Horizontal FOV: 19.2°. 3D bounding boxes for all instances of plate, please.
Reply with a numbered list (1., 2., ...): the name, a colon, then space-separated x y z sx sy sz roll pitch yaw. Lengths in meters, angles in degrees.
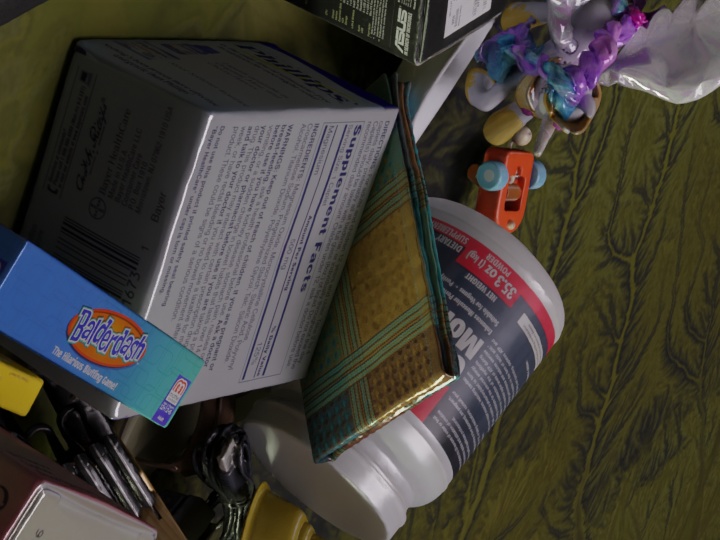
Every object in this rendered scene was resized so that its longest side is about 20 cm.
1. plate: 0.068 -0.165 1.407 0.200 0.032 0.200 -58 178 -12

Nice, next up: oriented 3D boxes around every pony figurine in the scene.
1. pony figurine: 0.154 -0.156 1.419 0.193 0.166 0.200 -50 -166 -3

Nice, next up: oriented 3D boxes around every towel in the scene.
1. towel: 0.000 0.000 1.302 0.022 0.201 0.147 7 151 -35

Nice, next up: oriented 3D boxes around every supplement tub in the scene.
1. supplement tub: 0.029 0.065 1.408 0.200 0.140 0.141 -51 152 -20

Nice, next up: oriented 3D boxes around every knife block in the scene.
1. knife block: -0.155 0.139 1.263 0.064 0.176 0.200 -32 164 -9

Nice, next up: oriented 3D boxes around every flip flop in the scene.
1. flip flop: -0.101 0.099 1.398 0.200 0.057 0.081 -26 137 -50

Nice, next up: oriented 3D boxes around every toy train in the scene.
1. toy train: 0.059 -0.033 1.568 0.200 0.055 0.151 -11 112 -53

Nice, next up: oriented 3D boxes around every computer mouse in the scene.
1. computer mouse: -0.141 0.188 1.353 0.199 0.053 0.139 -31 152 -15

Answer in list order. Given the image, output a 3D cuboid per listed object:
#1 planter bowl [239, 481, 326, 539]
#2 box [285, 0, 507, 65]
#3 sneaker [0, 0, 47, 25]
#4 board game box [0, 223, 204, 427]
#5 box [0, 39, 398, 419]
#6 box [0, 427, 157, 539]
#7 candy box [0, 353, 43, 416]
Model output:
1. planter bowl: -0.036 0.242 1.372 0.200 0.083 0.202 7 90 -84
2. box: 0.003 -0.238 1.137 0.086 0.163 0.201 -35 143 -41
3. sneaker: -0.111 -0.178 1.064 0.200 0.099 0.071 -47 152 -24
4. board game box: -0.182 0.002 1.054 0.045 0.152 0.200 -58 154 -6
5. box: -0.094 -0.030 1.233 0.200 0.105 0.185 -8 121 -58
6. box: -0.222 0.114 1.036 0.109 0.199 0.128 -59 154 -5
7. candy box: -0.241 0.019 1.021 0.027 0.102 0.200 -59 154 -3
